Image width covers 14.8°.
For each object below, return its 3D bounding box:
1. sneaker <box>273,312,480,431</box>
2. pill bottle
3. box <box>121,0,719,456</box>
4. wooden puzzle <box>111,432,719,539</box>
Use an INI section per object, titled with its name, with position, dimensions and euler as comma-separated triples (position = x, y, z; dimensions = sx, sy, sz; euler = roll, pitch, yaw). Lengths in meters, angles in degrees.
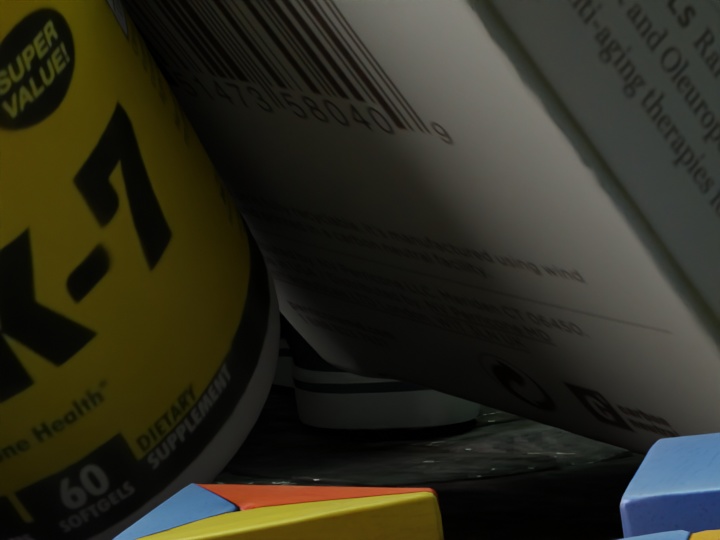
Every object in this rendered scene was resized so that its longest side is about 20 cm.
[sneaker]
position = 0.000, 0.000, 0.873
dimensions = 0.078, 0.080, 0.200
euler = -5, 4, -10
[pill bottle]
position = -0.102, -0.034, 0.560
dimensions = 0.114, 0.200, 0.115
euler = -14, 46, 15
[box]
position = 0.047, -0.084, 0.606
dimensions = 0.171, 0.200, 0.199
euler = -50, 32, -18
[wooden puzzle]
position = 0.019, 0.059, 0.433
dimensions = 0.199, 0.047, 0.185
euler = -1, 6, 12
